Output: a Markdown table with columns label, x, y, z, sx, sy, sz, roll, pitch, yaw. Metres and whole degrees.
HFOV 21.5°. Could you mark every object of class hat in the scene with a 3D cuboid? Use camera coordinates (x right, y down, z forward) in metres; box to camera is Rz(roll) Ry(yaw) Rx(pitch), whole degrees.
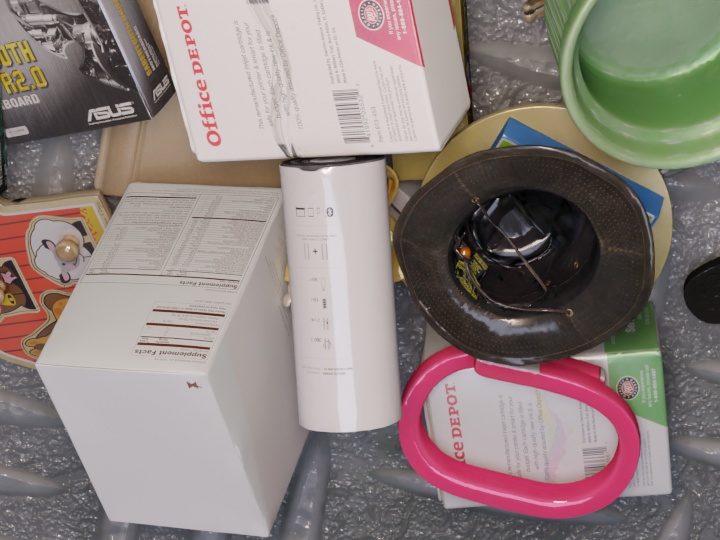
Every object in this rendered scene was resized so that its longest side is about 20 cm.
| label | x | y | z | sx | sy | sz | roll | pitch | yaw |
| --- | --- | --- | --- | --- | --- | --- | --- | --- | --- |
| hat | 0.128 | -0.026 | 1.410 | 0.199 | 0.081 | 0.202 | 9 | 125 | 13 |

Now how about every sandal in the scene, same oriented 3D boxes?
| label | x | y | z | sx | sy | sz | roll | pitch | yaw |
| --- | --- | --- | --- | --- | --- | --- | --- | --- | --- |
| sandal | 0.356 | -0.006 | 1.535 | 0.199 | 0.045 | 0.075 | -30 | 113 | 20 |

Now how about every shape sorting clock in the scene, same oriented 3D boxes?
| label | x | y | z | sx | sy | sz | roll | pitch | yaw |
| --- | --- | --- | --- | --- | --- | --- | --- | --- | --- |
| shape sorting clock | 0.142 | -0.037 | 1.469 | 0.198 | 0.039 | 0.201 | 4 | 122 | 7 |

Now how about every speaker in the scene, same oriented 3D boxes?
| label | x | y | z | sx | sy | sz | roll | pitch | yaw |
| --- | --- | --- | --- | --- | --- | --- | --- | --- | --- |
| speaker | -0.014 | 0.017 | 1.408 | 0.081 | 0.081 | 0.202 | -3 | 99 | 7 |

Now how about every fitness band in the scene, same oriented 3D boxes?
| label | x | y | z | sx | sy | sz | roll | pitch | yaw |
| --- | --- | --- | --- | --- | --- | --- | --- | --- | --- |
| fitness band | 0.129 | 0.130 | 1.545 | 0.199 | 0.038 | 0.144 | 15 | 122 | -1 |

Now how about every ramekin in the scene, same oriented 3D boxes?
| label | x | y | z | sx | sy | sz | roll | pitch | yaw |
| --- | --- | --- | --- | --- | --- | --- | --- | --- | --- |
| ramekin | 0.228 | -0.182 | 1.372 | 0.198 | 0.098 | 0.201 | -7 | 129 | -8 |

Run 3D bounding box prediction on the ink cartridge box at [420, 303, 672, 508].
| label | x | y | z | sx | sy | sz | roll | pitch | yaw |
| --- | --- | --- | --- | --- | --- | --- | --- | --- | --- |
| ink cartridge box | 0.157 | 0.115 | 1.600 | 0.198 | 0.088 | 0.146 | -6 | 119 | 7 |

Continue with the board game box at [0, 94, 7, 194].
| label | x | y | z | sx | sy | sz | roll | pitch | yaw |
| --- | --- | --- | --- | --- | --- | --- | --- | --- | --- |
| board game box | -0.371 | -0.140 | 1.487 | 0.199 | 0.028 | 0.136 | 18 | 130 | 15 |

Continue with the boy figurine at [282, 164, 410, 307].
| label | x | y | z | sx | sy | sz | roll | pitch | yaw |
| --- | --- | --- | --- | --- | --- | --- | --- | --- | --- |
| boy figurine | 0.000 | 0.000 | 1.484 | 0.124 | 0.064 | 0.202 | 2 | 101 | -25 |

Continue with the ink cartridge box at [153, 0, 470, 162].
| label | x | y | z | sx | sy | sz | roll | pitch | yaw |
| --- | --- | --- | --- | --- | --- | --- | --- | --- | --- |
| ink cartridge box | -0.035 | -0.163 | 1.392 | 0.199 | 0.084 | 0.146 | -1 | 119 | 23 |

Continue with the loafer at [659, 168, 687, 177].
| label | x | y | z | sx | sy | sz | roll | pitch | yaw |
| --- | --- | --- | --- | --- | --- | --- | --- | --- | --- |
| loafer | 0.260 | -0.116 | 1.476 | 0.199 | 0.072 | 0.063 | -21 | 97 | 11 |

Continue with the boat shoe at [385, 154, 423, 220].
| label | x | y | z | sx | sy | sz | roll | pitch | yaw |
| --- | --- | --- | --- | --- | --- | --- | --- | --- | --- |
| boat shoe | 0.067 | -0.010 | 1.548 | 0.200 | 0.071 | 0.070 | 42 | 124 | -16 |

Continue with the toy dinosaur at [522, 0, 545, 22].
| label | x | y | z | sx | sy | sz | roll | pitch | yaw |
| --- | --- | --- | --- | --- | --- | --- | --- | --- | --- |
| toy dinosaur | 0.201 | -0.256 | 1.409 | 0.199 | 0.058 | 0.101 | -22 | 128 | 4 |

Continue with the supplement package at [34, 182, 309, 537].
| label | x | y | z | sx | sy | sz | roll | pitch | yaw |
| --- | --- | --- | --- | --- | --- | --- | --- | --- | --- |
| supplement package | -0.129 | 0.069 | 1.497 | 0.146 | 0.201 | 0.192 | 2 | 135 | 20 |

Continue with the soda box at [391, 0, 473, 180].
| label | x | y | z | sx | sy | sz | roll | pitch | yaw |
| --- | --- | --- | --- | --- | --- | --- | --- | --- | --- |
| soda box | 0.050 | -0.173 | 1.451 | 0.064 | 0.068 | 0.201 | -2 | 120 | 7 |

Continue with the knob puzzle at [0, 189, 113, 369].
| label | x | y | z | sx | sy | sz | roll | pitch | yaw |
| --- | --- | --- | --- | --- | --- | --- | --- | --- | --- |
| knob puzzle | -0.279 | 0.022 | 1.600 | 0.218 | 0.031 | 0.221 | 6 | 131 | 7 |

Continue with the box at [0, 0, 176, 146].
| label | x | y | z | sx | sy | sz | roll | pitch | yaw |
| --- | --- | --- | --- | --- | --- | --- | --- | --- | --- |
| box | -0.259 | -0.180 | 1.454 | 0.199 | 0.048 | 0.159 | -6 | 122 | 29 |

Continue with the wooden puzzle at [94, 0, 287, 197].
| label | x | y | z | sx | sy | sz | roll | pitch | yaw |
| --- | --- | --- | --- | --- | --- | --- | --- | --- | --- |
| wooden puzzle | -0.102 | -0.126 | 1.516 | 0.198 | 0.037 | 0.186 | 11 | 120 | -6 |
